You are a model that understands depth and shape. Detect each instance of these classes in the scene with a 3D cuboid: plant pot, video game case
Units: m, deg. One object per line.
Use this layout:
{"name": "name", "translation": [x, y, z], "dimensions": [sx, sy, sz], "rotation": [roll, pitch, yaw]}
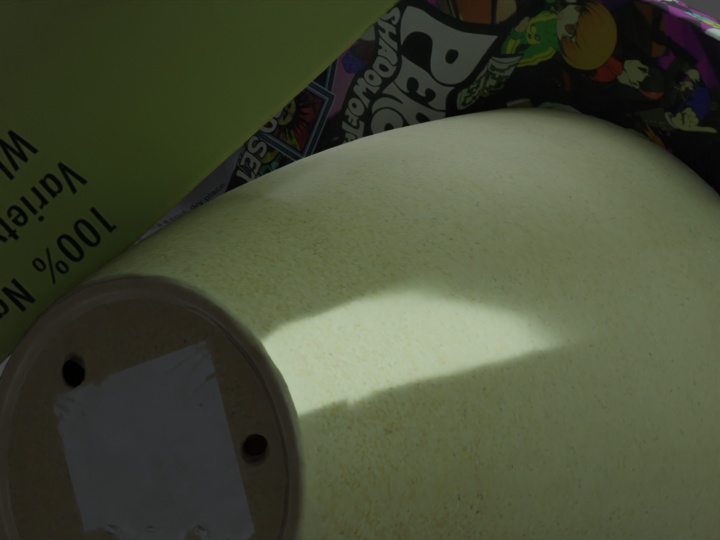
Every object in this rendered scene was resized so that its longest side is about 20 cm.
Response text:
{"name": "plant pot", "translation": [-0.002, 0.044, 0.596], "dimensions": [0.188, 0.187, 0.199], "rotation": [51, 23, 21]}
{"name": "video game case", "translation": [0.037, -0.005, 0.710], "dimensions": [0.181, 0.201, 0.036], "rotation": [32, 17, 28]}

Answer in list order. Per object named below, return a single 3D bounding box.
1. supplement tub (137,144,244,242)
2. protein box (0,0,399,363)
{"name": "supplement tub", "translation": [-0.102, -0.097, 0.775], "dimensions": [0.200, 0.132, 0.132], "rotation": [36, 14, -44]}
{"name": "protein box", "translation": [-0.116, -0.114, 0.566], "dimensions": [0.200, 0.198, 0.135], "rotation": [41, 13, -38]}
